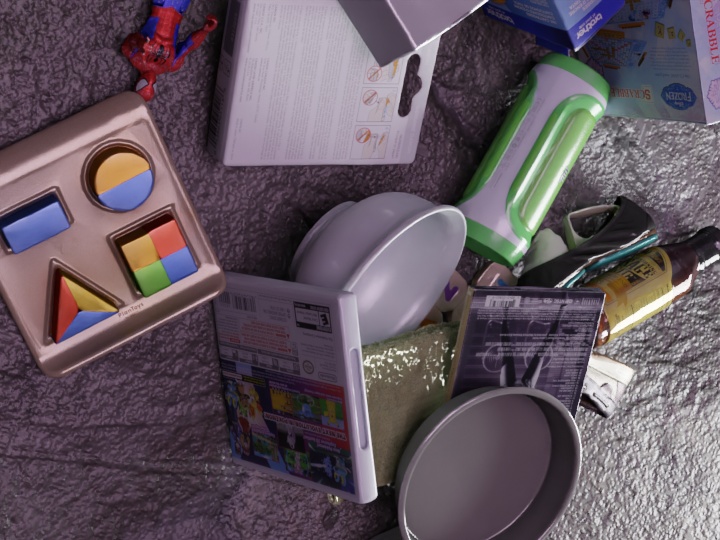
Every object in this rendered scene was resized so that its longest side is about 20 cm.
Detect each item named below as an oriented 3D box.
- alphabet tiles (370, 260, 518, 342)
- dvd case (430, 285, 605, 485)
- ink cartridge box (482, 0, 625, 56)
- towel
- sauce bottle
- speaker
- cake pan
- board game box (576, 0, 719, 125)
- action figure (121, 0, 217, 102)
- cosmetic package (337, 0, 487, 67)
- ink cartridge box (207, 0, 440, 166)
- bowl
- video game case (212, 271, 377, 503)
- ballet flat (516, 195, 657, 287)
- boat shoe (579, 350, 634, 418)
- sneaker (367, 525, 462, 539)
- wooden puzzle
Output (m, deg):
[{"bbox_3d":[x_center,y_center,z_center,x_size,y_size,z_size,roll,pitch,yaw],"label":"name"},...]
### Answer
[{"bbox_3d":[0.101,0.093,1.627,0.196,0.015,0.200,44,78,-24],"label":"alphabet tiles"},{"bbox_3d":[0.148,0.110,1.558,0.148,0.016,0.201,1,110,-27],"label":"dvd case"},{"bbox_3d":[0.157,-0.290,1.512,0.076,0.136,0.200,-44,130,-12],"label":"ink cartridge box"},{"bbox_3d":[0.036,0.126,1.527,0.200,0.036,0.149,-15,115,-47],"label":"towel"},{"bbox_3d":[0.294,0.012,1.680,0.200,0.066,0.066,-29,109,-27],"label":"sauce bottle"},{"bbox_3d":[0.164,-0.108,1.588,0.088,0.088,0.200,32,83,-26],"label":"speaker"},{"bbox_3d":[0.116,0.194,1.542,0.200,0.037,0.201,-12,117,-24],"label":"cake pan"},{"bbox_3d":[0.270,-0.244,1.555,0.041,0.200,0.200,-16,105,-23],"label":"board game box"},{"bbox_3d":[-0.155,-0.240,1.412,0.065,0.099,0.201,15,93,-26],"label":"action figure"},{"bbox_3d":[0.019,-0.290,1.409,0.113,0.081,0.200,-35,101,-23],"label":"cosmetic package"},{"bbox_3d":[-0.032,-0.177,1.483,0.199,0.050,0.163,-4,118,-30],"label":"ink cartridge box"},{"bbox_3d":[0.000,0.000,1.500,0.201,0.090,0.201,-41,156,-23],"label":"bowl"},{"bbox_3d":[-0.061,0.099,1.447,0.023,0.200,0.183,-14,104,-37],"label":"video game case"},{"bbox_3d":[0.209,-0.017,1.637,0.200,0.068,0.069,-29,83,-30],"label":"ballet flat"},{"bbox_3d":[0.191,0.102,1.621,0.200,0.072,0.065,18,82,-39],"label":"boat shoe"},{"bbox_3d":[0.058,0.309,1.605,0.200,0.074,0.116,-24,104,-22],"label":"sneaker"},{"bbox_3d":[-0.231,-0.029,1.418,0.185,0.046,0.201,-27,108,-11],"label":"wooden puzzle"}]
